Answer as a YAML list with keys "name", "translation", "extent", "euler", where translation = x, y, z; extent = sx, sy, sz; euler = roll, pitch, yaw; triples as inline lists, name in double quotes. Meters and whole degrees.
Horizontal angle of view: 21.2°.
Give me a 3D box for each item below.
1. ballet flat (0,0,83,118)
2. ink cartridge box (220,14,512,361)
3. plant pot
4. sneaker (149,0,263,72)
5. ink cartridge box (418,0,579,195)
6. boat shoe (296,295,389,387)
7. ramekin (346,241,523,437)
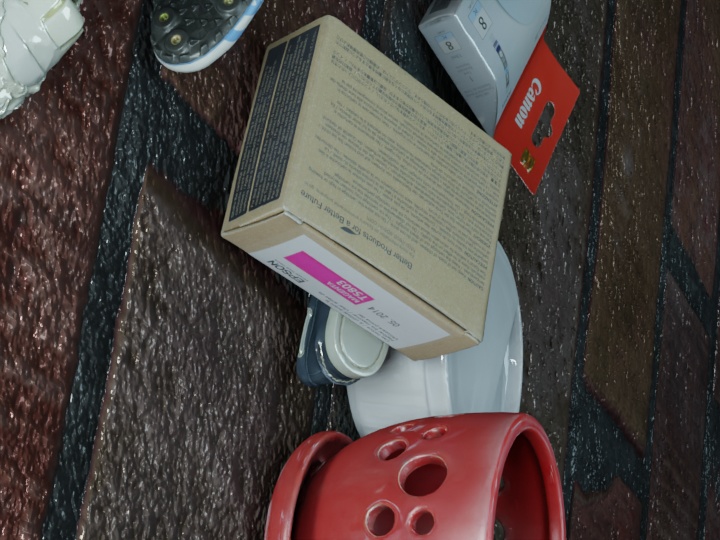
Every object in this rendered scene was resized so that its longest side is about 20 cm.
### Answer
- name: "ballet flat"
  translation: [-0.171, -0.152, 1.028]
  extent: [0.072, 0.071, 0.201]
  euler: [66, 32, -43]
- name: "ink cartridge box"
  translation: [0.009, -0.055, 1.358]
  extent: [0.199, 0.075, 0.166]
  euler: [34, 55, -33]
- name: "plant pot"
  translation: [0.039, 0.201, 1.373]
  extent: [0.200, 0.181, 0.203]
  euler: [-1, 90, -67]
- name: "sneaker"
  translation: [-0.079, -0.193, 1.251]
  extent: [0.073, 0.071, 0.201]
  euler: [78, 27, -46]
- name: "ink cartridge box"
  translation: [0.144, -0.195, 1.731]
  extent: [0.201, 0.047, 0.161]
  euler: [53, 43, -26]
- name: "boat shoe"
  translation: [0.000, 0.000, 1.429]
  extent: [0.075, 0.062, 0.202]
  euler: [36, 52, -33]
- name: "ramekin"
  translation: [0.059, 0.069, 1.541]
  extent: [0.202, 0.093, 0.205]
  euler: [-2, 90, -68]
